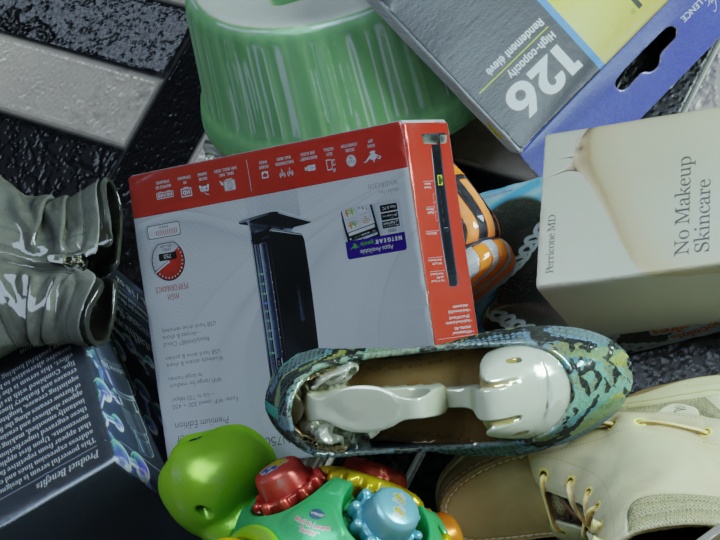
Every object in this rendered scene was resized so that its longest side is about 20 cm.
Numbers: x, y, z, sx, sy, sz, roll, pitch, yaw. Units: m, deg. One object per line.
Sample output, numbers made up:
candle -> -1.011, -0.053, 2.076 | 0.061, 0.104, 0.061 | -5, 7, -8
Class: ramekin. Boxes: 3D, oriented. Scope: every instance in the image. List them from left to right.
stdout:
ramekin -> -0.013, -0.154, 1.789 | 0.200, 0.098, 0.200 | -11, 33, 7

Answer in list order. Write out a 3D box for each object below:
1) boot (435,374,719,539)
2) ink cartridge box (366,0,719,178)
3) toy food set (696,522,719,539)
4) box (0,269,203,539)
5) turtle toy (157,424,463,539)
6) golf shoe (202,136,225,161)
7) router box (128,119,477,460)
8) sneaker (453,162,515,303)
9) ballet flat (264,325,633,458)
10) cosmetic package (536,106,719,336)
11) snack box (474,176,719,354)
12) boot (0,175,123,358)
boot -> 0.126, 0.136, 1.565 | 0.200, 0.073, 0.156 | -15, 26, 17
ink cartridge box -> 0.128, -0.171, 1.701 | 0.198, 0.200, 0.047 | -46, 21, 0
toy food set -> 0.174, 0.214, 1.480 | 0.200, 0.144, 0.060 | -37, 50, 6
box -> -0.173, 0.092, 1.759 | 0.107, 0.148, 0.200 | -30, 52, 13
turtle toy -> -0.027, 0.148, 1.597 | 0.200, 0.146, 0.101 | 15, 82, 24
golf shoe -> -0.005, -0.078, 1.811 | 0.200, 0.078, 0.097 | 20, 68, 37
router box -> -0.031, 0.017, 1.663 | 0.200, 0.049, 0.180 | -10, 87, 34
sneaker -> 0.000, 0.000, 1.719 | 0.200, 0.078, 0.112 | -39, 70, 30
ballet flat -> 0.048, 0.071, 1.552 | 0.200, 0.074, 0.074 | -8, 57, 3
cosmetic package -> 0.204, -0.032, 1.607 | 0.200, 0.073, 0.104 | -9, 61, 24
snack box -> 0.159, -0.011, 1.691 | 0.200, 0.037, 0.116 | -15, 58, 23
boot -> -0.199, -0.034, 1.720 | 0.130, 0.068, 0.200 | -13, 64, 18
